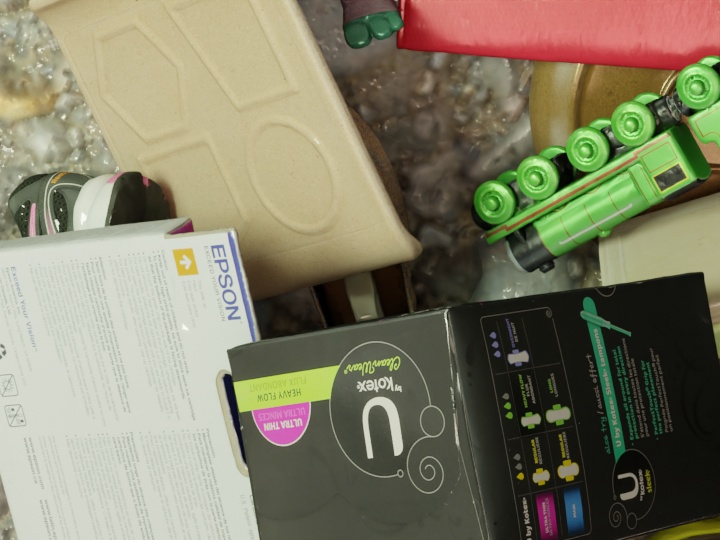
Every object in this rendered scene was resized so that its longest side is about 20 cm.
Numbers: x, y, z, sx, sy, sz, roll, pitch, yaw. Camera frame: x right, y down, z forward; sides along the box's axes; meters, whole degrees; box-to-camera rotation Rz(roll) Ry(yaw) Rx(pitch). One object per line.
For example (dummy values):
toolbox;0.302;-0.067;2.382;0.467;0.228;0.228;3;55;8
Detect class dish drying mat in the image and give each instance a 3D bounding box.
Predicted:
dish drying mat;0.119;-0.146;1.426;0.200;0.018;0.077;5;97;10

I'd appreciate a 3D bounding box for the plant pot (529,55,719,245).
plant pot;0.191;-0.086;1.460;0.200;0.027;0.201;0;107;1

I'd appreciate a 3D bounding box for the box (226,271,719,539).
box;0.062;0.077;1.303;0.148;0.200;0.125;-13;87;43

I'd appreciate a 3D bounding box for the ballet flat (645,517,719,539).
ballet flat;0.210;0.158;1.477;0.200;0.067;0.067;0;114;-29

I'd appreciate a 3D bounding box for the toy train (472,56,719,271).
toy train;0.146;-0.059;1.410;0.200;0.042;0.056;-30;89;28

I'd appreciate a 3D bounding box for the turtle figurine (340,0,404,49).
turtle figurine;-0.050;-0.207;1.389;0.149;0.101;0.200;1;125;33

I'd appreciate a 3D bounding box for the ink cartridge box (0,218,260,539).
ink cartridge box;-0.107;0.075;1.386;0.200;0.043;0.197;-5;103;36

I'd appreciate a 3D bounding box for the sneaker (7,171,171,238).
sneaker;-0.148;0.031;1.484;0.086;0.080;0.200;14;116;28

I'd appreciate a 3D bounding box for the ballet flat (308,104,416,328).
ballet flat;0.000;0.000;1.466;0.068;0.067;0.200;-18;105;5

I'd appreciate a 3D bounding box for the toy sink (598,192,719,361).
toy sink;0.239;0.030;1.426;0.200;0.112;0.131;-16;120;11

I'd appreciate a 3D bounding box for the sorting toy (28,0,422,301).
sorting toy;-0.068;-0.079;1.412;0.185;0.036;0.200;-14;109;49
